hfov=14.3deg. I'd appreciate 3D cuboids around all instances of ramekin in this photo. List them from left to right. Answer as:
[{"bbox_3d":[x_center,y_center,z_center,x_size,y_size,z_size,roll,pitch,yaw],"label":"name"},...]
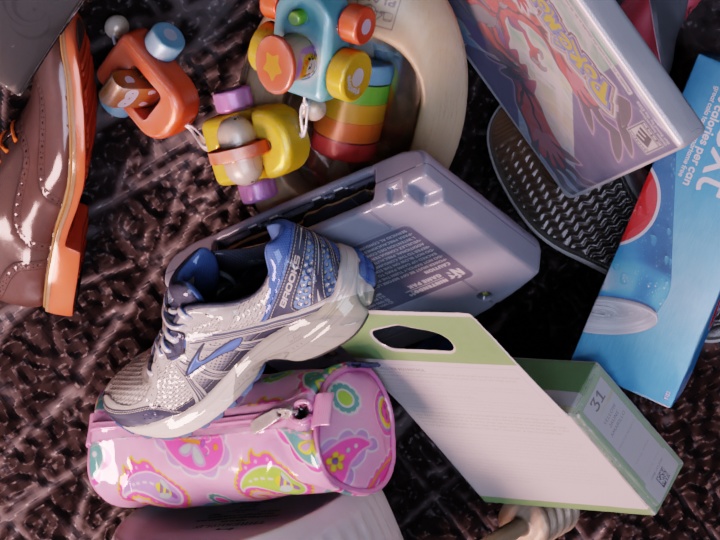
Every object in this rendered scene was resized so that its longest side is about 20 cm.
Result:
[{"bbox_3d":[-0.064,0.191,1.774,0.200,0.200,0.105,-16,102,1],"label":"ramekin"}]

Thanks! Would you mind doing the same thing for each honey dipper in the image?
[{"bbox_3d":[0.075,0.174,1.783,0.038,0.200,0.038,9,107,30],"label":"honey dipper"}]

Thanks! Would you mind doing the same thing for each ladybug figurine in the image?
[{"bbox_3d":[-0.003,-0.107,1.717,0.136,0.072,0.200,17,117,-1],"label":"ladybug figurine"}]

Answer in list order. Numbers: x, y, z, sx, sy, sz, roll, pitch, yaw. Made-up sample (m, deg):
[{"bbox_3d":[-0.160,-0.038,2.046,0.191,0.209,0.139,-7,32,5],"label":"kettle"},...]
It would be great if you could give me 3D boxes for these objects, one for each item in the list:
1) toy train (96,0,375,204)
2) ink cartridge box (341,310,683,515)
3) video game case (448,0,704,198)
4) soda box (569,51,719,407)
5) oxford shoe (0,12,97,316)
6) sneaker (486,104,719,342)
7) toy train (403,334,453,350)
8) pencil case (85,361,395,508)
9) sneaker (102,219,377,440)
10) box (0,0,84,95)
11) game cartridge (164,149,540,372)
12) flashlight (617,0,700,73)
[{"bbox_3d":[-0.081,-0.119,1.663,0.150,0.056,0.200,54,130,7],"label":"toy train"},{"bbox_3d":[0.080,0.069,1.708,0.200,0.145,0.048,49,59,-32],"label":"ink cartridge box"},{"bbox_3d":[0.099,-0.139,1.645,0.023,0.182,0.200,-38,94,-18],"label":"video game case"},{"bbox_3d":[0.194,-0.025,1.696,0.068,0.064,0.200,23,99,9],"label":"soda box"},{"bbox_3d":[-0.197,-0.063,1.720,0.072,0.071,0.200,7,118,-2],"label":"oxford shoe"},{"bbox_3d":[0.159,-0.032,1.778,0.200,0.085,0.073,44,104,4],"label":"sneaker"},{"bbox_3d":[0.081,0.077,1.818,0.200,0.046,0.034,40,103,-17],"label":"toy train"},{"bbox_3d":[-0.074,0.100,1.745,0.200,0.087,0.087,-6,117,38],"label":"pencil case"},{"bbox_3d":[-0.087,0.026,1.679,0.200,0.077,0.085,-33,126,29],"label":"sneaker"},{"bbox_3d":[-0.242,-0.218,1.620,0.200,0.149,0.124,31,107,-15],"label":"box"},{"bbox_3d":[0.000,0.000,1.718,0.200,0.041,0.133,-22,136,32],"label":"game cartridge"},{"bbox_3d":[0.203,-0.171,1.704,0.200,0.068,0.068,-42,72,-8],"label":"flashlight"}]
